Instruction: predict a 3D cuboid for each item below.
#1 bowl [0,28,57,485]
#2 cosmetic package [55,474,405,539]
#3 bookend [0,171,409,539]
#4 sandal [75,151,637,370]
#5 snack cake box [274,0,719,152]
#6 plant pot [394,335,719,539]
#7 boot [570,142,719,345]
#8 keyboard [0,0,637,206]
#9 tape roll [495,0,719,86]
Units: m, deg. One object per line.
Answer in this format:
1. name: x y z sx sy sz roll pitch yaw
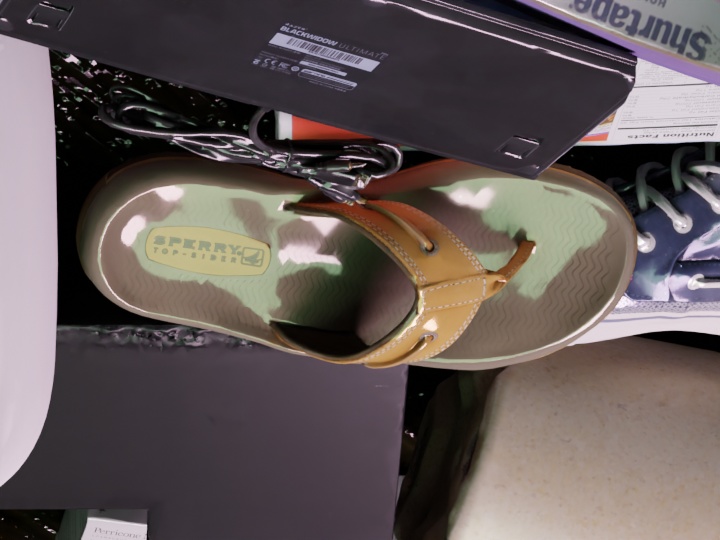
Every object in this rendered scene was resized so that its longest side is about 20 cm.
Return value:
1. bowl: -0.179 -0.026 0.823 0.199 0.075 0.201 9 106 30
2. cosmetic package: -0.035 0.128 1.114 0.199 0.051 0.083 9 140 -15
3. bookend: -0.085 0.065 0.980 0.198 0.092 0.201 0 131 -4
4. sandal: 0.000 0.000 0.852 0.199 0.054 0.081 4 109 -8
5. snack cake box: 0.069 -0.091 0.825 0.199 0.068 0.115 -2 164 -2
6. plant pot: 0.117 0.106 1.012 0.183 0.201 0.201 18 136 -9
7. boot: 0.122 -0.024 0.944 0.199 0.073 0.091 2 133 -19
8. keyboard: -0.022 -0.064 0.761 0.199 0.021 0.127 15 150 -24
9. tape roll: 0.092 -0.108 0.663 0.199 0.200 0.085 21 89 -27
